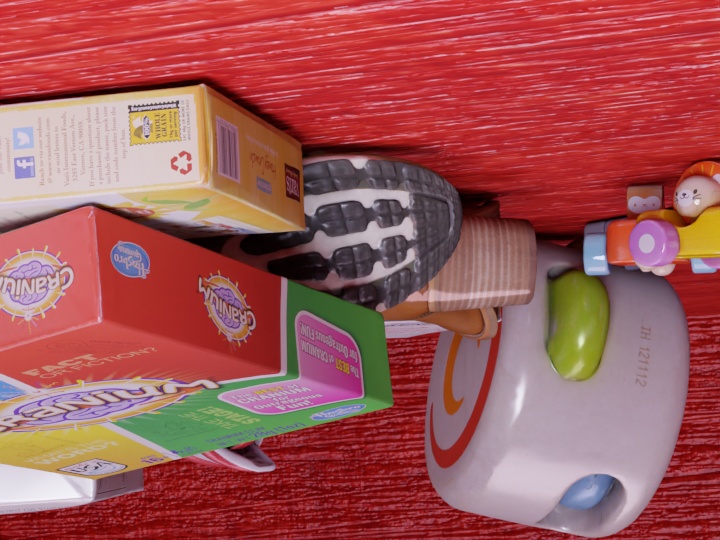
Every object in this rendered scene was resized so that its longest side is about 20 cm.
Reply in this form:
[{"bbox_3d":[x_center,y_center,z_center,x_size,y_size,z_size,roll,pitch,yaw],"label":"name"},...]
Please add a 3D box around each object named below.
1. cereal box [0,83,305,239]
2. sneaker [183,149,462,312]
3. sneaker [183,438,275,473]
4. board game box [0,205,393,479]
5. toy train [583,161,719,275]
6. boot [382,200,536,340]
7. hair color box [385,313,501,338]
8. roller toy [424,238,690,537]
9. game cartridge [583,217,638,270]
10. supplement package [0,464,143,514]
[{"bbox_3d":[-0.131,-0.030,0.707,0.200,0.040,0.144,-4,176,10],"label":"cereal box"},{"bbox_3d":[-0.058,-0.025,0.834,0.200,0.077,0.089,-6,-152,-9],"label":"sneaker"},{"bbox_3d":[-0.070,0.079,1.188,0.112,0.071,0.200,1,-175,33],"label":"sneaker"},{"bbox_3d":[-0.101,0.035,0.739,0.153,0.040,0.200,-16,162,26],"label":"board game box"},{"bbox_3d":[0.202,-0.028,0.975,0.200,0.056,0.150,-2,178,18],"label":"toy train"},{"bbox_3d":[0.000,0.000,1.027,0.155,0.077,0.200,1,-177,-5],"label":"boot"},{"bbox_3d":[0.005,0.009,1.224,0.111,0.064,0.200,-1,177,-15],"label":"hair color box"},{"bbox_3d":[0.131,0.077,1.297,0.140,0.183,0.200,13,-168,-13],"label":"roller toy"},{"bbox_3d":[0.257,-0.021,1.241,0.200,0.038,0.130,-1,179,-34],"label":"game cartridge"},{"bbox_3d":[-0.218,0.051,1.010,0.191,0.147,0.200,-4,175,1],"label":"supplement package"}]
